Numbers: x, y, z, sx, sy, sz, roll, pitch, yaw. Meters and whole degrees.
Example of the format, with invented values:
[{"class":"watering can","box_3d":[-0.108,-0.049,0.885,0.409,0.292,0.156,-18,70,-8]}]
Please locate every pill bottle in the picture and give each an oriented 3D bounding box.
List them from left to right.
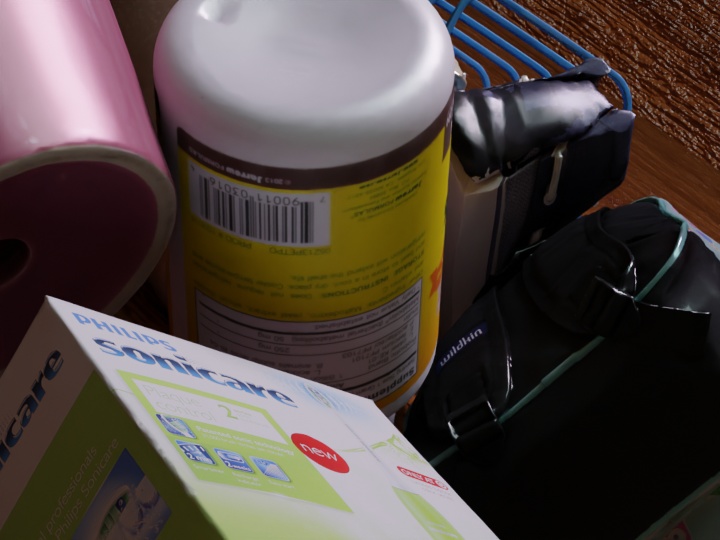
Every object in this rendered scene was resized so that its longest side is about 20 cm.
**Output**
[{"class":"pill bottle","box_3d":[-0.021,-0.012,0.770,0.108,0.201,0.110,1,45,-1]}]

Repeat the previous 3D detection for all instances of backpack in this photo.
[{"class":"backpack","box_3d":[0.104,0.061,0.854,0.153,0.176,0.200,44,9,-12]}]

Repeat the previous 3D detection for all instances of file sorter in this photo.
[{"class":"file sorter","box_3d":[0.049,-0.091,1.204,0.138,0.124,0.200,29,-4,-24]}]

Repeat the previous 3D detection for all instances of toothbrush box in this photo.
[{"class":"toothbrush box","box_3d":[-0.018,0.108,0.590,0.145,0.087,0.200,21,15,-40]}]

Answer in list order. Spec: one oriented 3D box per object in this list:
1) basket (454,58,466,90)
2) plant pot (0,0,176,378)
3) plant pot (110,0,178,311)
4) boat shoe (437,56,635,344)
[{"class":"basket","box_3d":[-0.044,-0.136,1.347,0.199,0.136,0.124,26,18,-23]},{"class":"plant pot","box_3d":[-0.161,-0.063,0.707,0.199,0.200,0.180,11,39,-57]},{"class":"plant pot","box_3d":[-0.057,-0.062,0.966,0.199,0.200,0.175,22,33,-34]},{"class":"boat shoe","box_3d":[0.075,-0.025,0.954,0.200,0.092,0.075,100,-30,-65]}]
